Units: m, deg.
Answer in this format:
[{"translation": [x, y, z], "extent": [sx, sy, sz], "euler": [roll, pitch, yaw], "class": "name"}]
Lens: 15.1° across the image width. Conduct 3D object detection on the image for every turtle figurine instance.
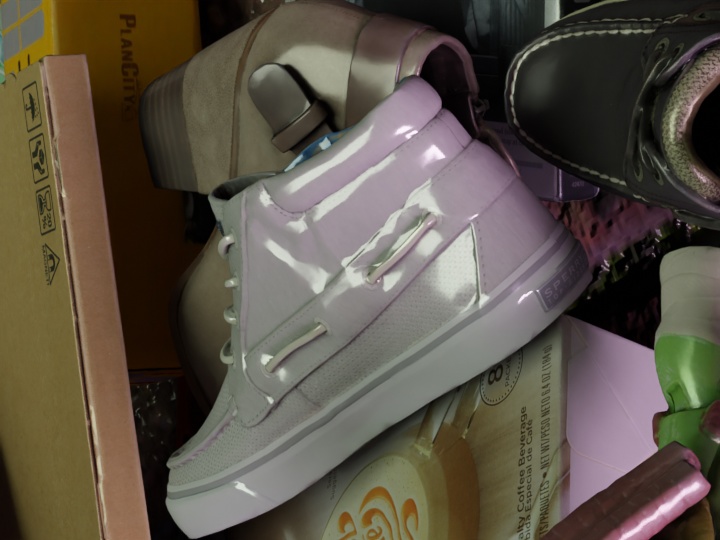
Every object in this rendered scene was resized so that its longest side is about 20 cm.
[{"translation": [0.130, 0.090, 0.750], "extent": [0.198, 0.144, 0.195], "euler": [6, 70, 17], "class": "turtle figurine"}]

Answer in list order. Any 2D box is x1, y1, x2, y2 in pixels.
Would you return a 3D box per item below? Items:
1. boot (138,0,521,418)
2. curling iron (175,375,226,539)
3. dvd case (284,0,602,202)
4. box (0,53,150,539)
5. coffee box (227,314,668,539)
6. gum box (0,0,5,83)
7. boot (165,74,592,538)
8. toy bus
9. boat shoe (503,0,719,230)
[{"translation": [0.000, 0.000, 0.954], "extent": [0.145, 0.070, 0.201], "euler": [1, 122, 42], "class": "boot"}, {"translation": [-0.061, 0.074, 1.086], "extent": [0.049, 0.025, 0.202], "euler": [26, 114, 58], "class": "curling iron"}, {"translation": [0.027, -0.132, 0.953], "extent": [0.150, 0.025, 0.202], "euler": [10, 104, 49], "class": "dvd case"}, {"translation": [-0.125, 0.034, 1.015], "extent": [0.163, 0.021, 0.202], "euler": [-17, 80, 63], "class": "box"}, {"translation": [0.035, 0.111, 0.906], "extent": [0.200, 0.079, 0.115], "euler": [-35, 43, 47], "class": "coffee box"}, {"translation": [-0.173, -0.038, 1.197], "extent": [0.200, 0.044, 0.171], "euler": [-32, 70, 47], "class": "gum box"}, {"translation": [-0.018, 0.010, 0.895], "extent": [0.200, 0.074, 0.096], "euler": [-36, 96, 38], "class": "boot"}, {"translation": [-0.099, -0.059, 1.059], "extent": [0.078, 0.065, 0.202], "euler": [159, 108, -65], "class": "toy bus"}, {"translation": [0.113, -0.047, 0.818], "extent": [0.199, 0.065, 0.073], "euler": [17, 105, 43], "class": "boat shoe"}]
